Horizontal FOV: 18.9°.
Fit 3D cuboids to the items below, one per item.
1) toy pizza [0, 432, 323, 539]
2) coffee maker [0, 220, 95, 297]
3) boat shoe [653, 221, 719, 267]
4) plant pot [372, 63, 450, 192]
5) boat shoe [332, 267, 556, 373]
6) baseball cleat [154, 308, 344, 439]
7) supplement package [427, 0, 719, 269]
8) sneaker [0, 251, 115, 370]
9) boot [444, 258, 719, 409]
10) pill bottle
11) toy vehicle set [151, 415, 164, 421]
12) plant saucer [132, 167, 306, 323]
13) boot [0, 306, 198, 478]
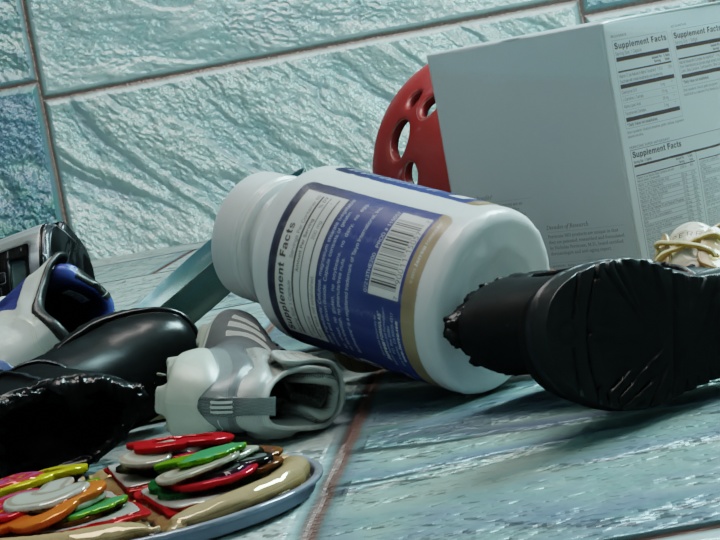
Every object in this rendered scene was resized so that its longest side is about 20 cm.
[{"bbox_3d":[-0.117,0.107,1.044,0.199,0.032,0.200,-10,5,1],"label":"toy pizza"},{"bbox_3d":[-0.311,0.035,1.723,0.199,0.136,0.192,-9,4,5],"label":"coffee maker"},{"bbox_3d":[0.205,0.005,1.317,0.073,0.070,0.200,-8,5,26],"label":"boat shoe"},{"bbox_3d":[0.129,-0.074,1.731,0.199,0.202,0.182,-12,14,-17],"label":"plant pot"},{"bbox_3d":[0.069,0.025,1.367,0.199,0.072,0.067,-6,5,42],"label":"boat shoe"},{"bbox_3d":[-0.058,0.068,1.274,0.106,0.070,0.200,4,11,7],"label":"baseball cleat"},{"bbox_3d":[0.162,-0.065,1.453,0.151,0.201,0.150,-5,7,43],"label":"supplement package"},{"bbox_3d":[-0.227,0.044,1.518,0.115,0.081,0.199,-41,15,-4],"label":"sneaker"},{"bbox_3d":[0.111,0.029,1.132,0.198,0.074,0.162,-6,3,-42],"label":"boot"},{"bbox_3d":[0.006,-0.001,1.298,0.199,0.112,0.111,16,22,41],"label":"pill bottle"},{"bbox_3d":[-0.139,0.077,1.488,0.124,0.027,0.200,-11,5,-8],"label":"toy vehicle set"},{"bbox_3d":[-0.105,0.004,1.486,0.200,0.027,0.200,-41,6,5],"label":"plant saucer"},{"bbox_3d":[-0.165,0.076,1.279,0.197,0.074,0.162,-20,5,-21],"label":"boot"}]
